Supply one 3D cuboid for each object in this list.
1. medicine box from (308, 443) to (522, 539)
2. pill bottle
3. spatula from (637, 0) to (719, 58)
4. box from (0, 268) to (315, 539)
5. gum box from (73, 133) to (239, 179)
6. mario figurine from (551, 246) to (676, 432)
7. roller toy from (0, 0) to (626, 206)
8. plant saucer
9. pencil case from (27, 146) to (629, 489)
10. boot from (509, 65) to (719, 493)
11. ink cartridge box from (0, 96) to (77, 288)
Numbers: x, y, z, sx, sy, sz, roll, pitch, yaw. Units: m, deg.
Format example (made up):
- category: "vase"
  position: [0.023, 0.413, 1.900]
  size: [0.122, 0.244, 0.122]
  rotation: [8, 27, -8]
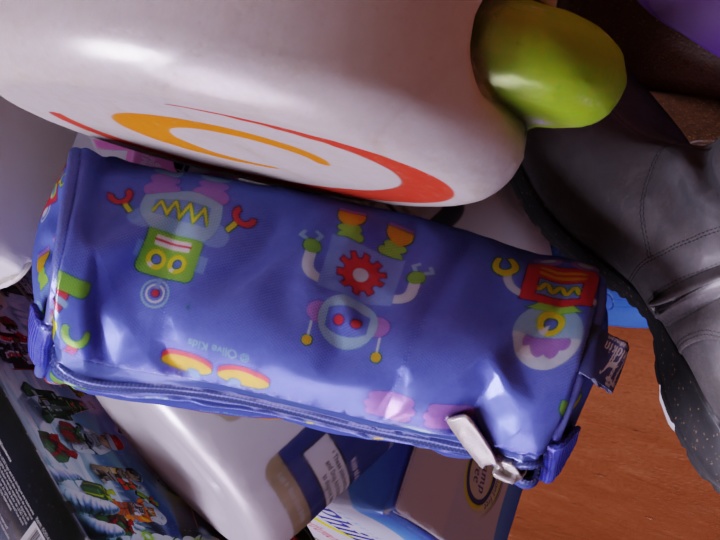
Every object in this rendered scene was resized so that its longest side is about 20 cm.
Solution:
- category: "medicine box"
  position: [-0.016, 0.023, 1.321]
  size: [0.199, 0.183, 0.103]
  rotation: [8, 162, 36]
- category: "pill bottle"
  position: [0.000, 0.000, 1.102]
  size: [0.111, 0.200, 0.111]
  rotation: [45, 166, 14]
- category: "spatula"
  position: [0.172, -0.038, 1.033]
  size: [0.200, 0.021, 0.056]
  rotation: [46, 158, -8]
- category: "box"
  position: [-0.105, 0.058, 1.177]
  size: [0.137, 0.040, 0.200]
  rotation: [16, -151, -46]
- category: "gum box"
  position: [-0.109, -0.052, 1.195]
  size: [0.199, 0.066, 0.113]
  rotation: [6, 173, 42]
- category: "mario figurine"
  position: [0.148, 0.026, 1.128]
  size: [0.106, 0.124, 0.200]
  rotation: [41, 161, -26]
- category: "roller toy"
  position: [-0.027, -0.107, 0.949]
  size: [0.199, 0.140, 0.182]
  rotation: [15, 173, -29]
- category: "plant saucer"
  position: [0.147, -0.055, 1.134]
  size: [0.199, 0.037, 0.200]
  rotation: [17, 165, 5]
- category: "pencil case"
  position: [-0.014, 0.019, 0.996]
  size: [0.199, 0.087, 0.078]
  rotation: [13, 139, 1]
- category: "boot"
  position: [0.121, -0.034, 0.997]
  size: [0.200, 0.070, 0.132]
  rotation: [56, 149, 23]
- category: "ink cartridge box"
  position: [-0.219, -0.061, 1.060]
  size: [0.200, 0.088, 0.145]
  rotation: [32, 151, -27]
